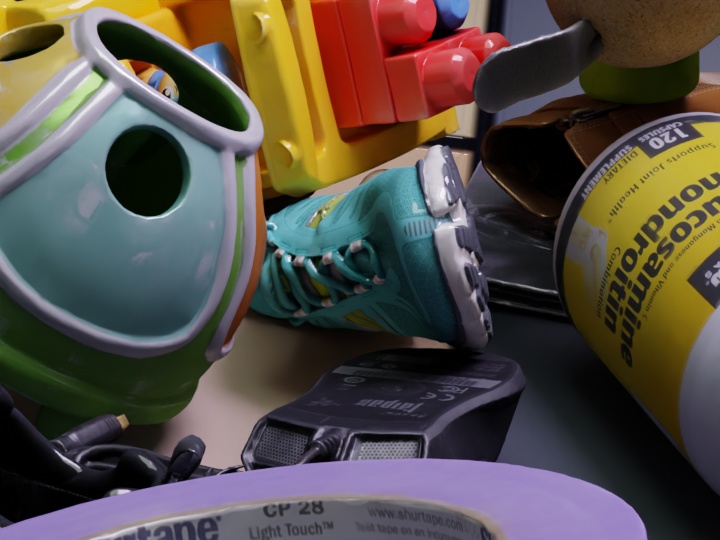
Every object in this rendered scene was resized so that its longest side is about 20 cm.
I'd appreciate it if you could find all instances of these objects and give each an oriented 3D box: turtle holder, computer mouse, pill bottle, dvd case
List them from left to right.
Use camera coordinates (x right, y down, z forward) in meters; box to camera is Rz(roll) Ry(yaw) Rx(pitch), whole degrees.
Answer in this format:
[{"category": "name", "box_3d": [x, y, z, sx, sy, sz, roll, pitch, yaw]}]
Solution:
[{"category": "turtle holder", "box_3d": [-0.117, -0.033, 0.855, 0.185, 0.132, 0.141, 39, 20, 4]}, {"category": "computer mouse", "box_3d": [-0.025, 0.068, 0.817, 0.139, 0.046, 0.200, 2, 12, 17]}, {"category": "dvd case", "box_3d": [0.139, -0.008, 1.064, 0.198, 0.016, 0.149, 11, 24, 10]}, {"category": "pill bottle", "box_3d": [0.156, 0.025, 0.877, 0.111, 0.113, 0.200, -3, 25, -18]}]

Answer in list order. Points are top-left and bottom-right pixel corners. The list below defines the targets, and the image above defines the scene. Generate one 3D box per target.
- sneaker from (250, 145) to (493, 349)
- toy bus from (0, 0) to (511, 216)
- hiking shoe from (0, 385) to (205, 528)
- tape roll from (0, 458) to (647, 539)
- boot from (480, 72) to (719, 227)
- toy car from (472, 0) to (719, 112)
[{"category": "sneaker", "box_3d": [0.000, 0.000, 0.912, 0.079, 0.078, 0.200, -13, 0, -14]}, {"category": "toy bus", "box_3d": [-0.042, -0.080, 0.980, 0.191, 0.137, 0.199, -1, 17, 39]}, {"category": "hiking shoe", "box_3d": [-0.143, 0.071, 0.721, 0.198, 0.102, 0.076, 7, 23, 2]}, {"category": "tape roll", "box_3d": [-0.027, 0.112, 0.548, 0.198, 0.086, 0.200, -9, 10, 2]}, {"category": "boot", "box_3d": [0.166, -0.048, 1.043, 0.154, 0.077, 0.199, -13, 28, -40]}, {"category": "toy car", "box_3d": [0.104, -0.133, 0.949, 0.157, 0.166, 0.199, 13, 23, 39]}]
